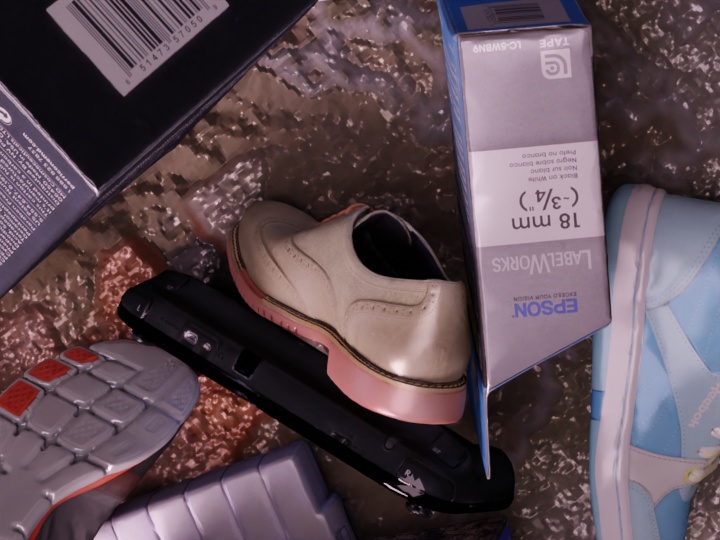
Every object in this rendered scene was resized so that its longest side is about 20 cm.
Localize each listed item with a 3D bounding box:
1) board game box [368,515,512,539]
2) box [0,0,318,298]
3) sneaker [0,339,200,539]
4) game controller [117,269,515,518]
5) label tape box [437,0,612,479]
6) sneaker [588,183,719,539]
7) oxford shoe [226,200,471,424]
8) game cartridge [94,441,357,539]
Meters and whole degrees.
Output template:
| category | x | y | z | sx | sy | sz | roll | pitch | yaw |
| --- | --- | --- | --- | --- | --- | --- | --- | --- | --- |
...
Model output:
| category | x | y | z | sx | sy | sz | roll | pitch | yaw |
| --- | --- | --- | --- | --- | --- | --- | --- | --- | --- |
| board game box | -0.028 | 0.199 | 1.358 | 0.200 | 0.159 | 0.097 | -12 | 101 | 15 |
| box | -0.132 | -0.085 | 1.310 | 0.107 | 0.148 | 0.200 | 47 | 151 | -3 |
| sneaker | -0.158 | 0.112 | 1.423 | 0.077 | 0.200 | 0.082 | 35 | 147 | 22 |
| game controller | -0.020 | 0.059 | 1.372 | 0.200 | 0.104 | 0.042 | 31 | 93 | 25 |
| label tape box | 0.075 | -0.024 | 1.329 | 0.063 | 0.144 | 0.200 | -5 | 105 | 0 |
| sneaker | 0.175 | 0.062 | 1.369 | 0.130 | 0.080 | 0.200 | 4 | 106 | 12 |
| oxford shoe | 0.000 | 0.000 | 1.344 | 0.071 | 0.200 | 0.074 | 2 | 111 | -31 |
| game cartridge | -0.044 | 0.195 | 1.469 | 0.130 | 0.038 | 0.200 | -21 | 100 | 13 |
